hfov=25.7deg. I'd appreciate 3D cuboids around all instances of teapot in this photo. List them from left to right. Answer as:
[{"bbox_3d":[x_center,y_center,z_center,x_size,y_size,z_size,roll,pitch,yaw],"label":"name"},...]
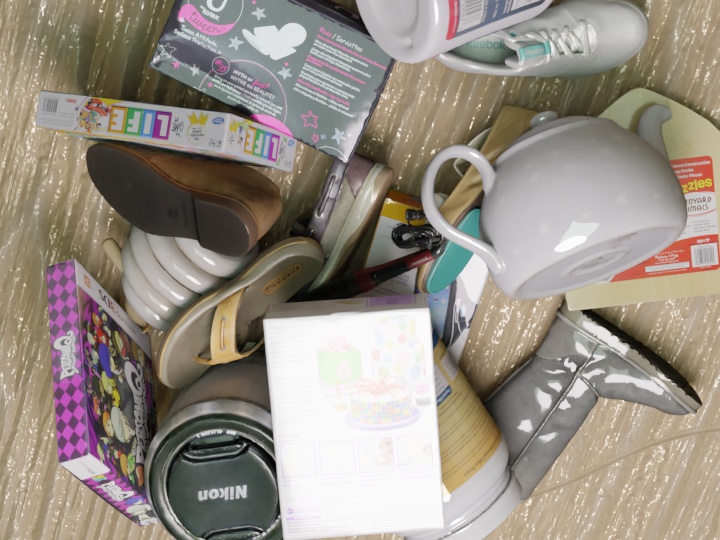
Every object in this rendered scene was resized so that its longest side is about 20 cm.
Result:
[{"bbox_3d":[0.180,-0.071,1.390,0.196,0.200,0.147,-26,75,22],"label":"teapot"}]

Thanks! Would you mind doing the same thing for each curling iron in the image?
[{"bbox_3d":[0.000,0.000,1.460,0.199,0.025,0.050,-30,72,31],"label":"curling iron"}]

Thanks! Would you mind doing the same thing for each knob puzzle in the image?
[{"bbox_3d":[0.269,-0.072,1.486,0.217,0.030,0.222,0,99,0],"label":"knob puzzle"}]

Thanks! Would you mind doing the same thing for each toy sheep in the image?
[{"bbox_3d":[-0.164,-0.015,1.506,0.138,0.138,0.200,39,125,-6],"label":"toy sheep"}]

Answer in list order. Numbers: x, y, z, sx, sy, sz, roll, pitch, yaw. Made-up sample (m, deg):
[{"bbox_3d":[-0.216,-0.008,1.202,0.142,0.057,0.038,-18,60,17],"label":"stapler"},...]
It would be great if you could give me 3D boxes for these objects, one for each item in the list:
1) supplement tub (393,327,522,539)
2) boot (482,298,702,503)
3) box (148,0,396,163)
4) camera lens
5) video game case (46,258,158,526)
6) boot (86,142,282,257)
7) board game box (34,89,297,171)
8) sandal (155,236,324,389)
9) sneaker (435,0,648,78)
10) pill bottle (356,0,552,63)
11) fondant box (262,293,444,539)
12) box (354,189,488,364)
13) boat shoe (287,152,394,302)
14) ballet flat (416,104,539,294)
[{"bbox_3d":[0.049,0.155,1.481,0.144,0.145,0.201,-31,100,14],"label":"supplement tub"},{"bbox_3d":[0.208,0.149,1.542,0.181,0.073,0.201,35,102,10],"label":"boot"},{"bbox_3d":[-0.071,-0.201,1.434,0.199,0.132,0.115,26,105,-3],"label":"box"},{"bbox_3d":[-0.114,0.172,1.518,0.158,0.200,0.162,2,107,6],"label":"camera lens"},{"bbox_3d":[-0.238,0.117,1.481,0.035,0.202,0.182,-15,150,10],"label":"video game case"},{"bbox_3d":[-0.161,-0.075,1.438,0.199,0.075,0.074,23,132,24],"label":"boot"},{"bbox_3d":[-0.175,-0.127,1.436,0.198,0.134,0.035,9,90,25],"label":"board game box"},{"bbox_3d":[-0.110,0.047,1.461,0.199,0.080,0.054,-38,57,10],"label":"sandal"},{"bbox_3d":[0.163,-0.203,1.429,0.198,0.089,0.076,-5,105,8],"label":"sneaker"},{"bbox_3d":[0.103,-0.264,1.361,0.199,0.119,0.121,-24,108,-30],"label":"pill bottle"},{"bbox_3d":[-0.004,0.127,1.373,0.143,0.058,0.202,-4,103,2],"label":"fondant box"},{"bbox_3d":[0.053,0.034,1.542,0.118,0.042,0.202,18,111,1],"label":"box"},{"bbox_3d":[-0.036,-0.032,1.509,0.065,0.072,0.201,34,124,6],"label":"boat shoe"},{"bbox_3d":[0.102,-0.068,1.472,0.063,0.069,0.201,35,83,30],"label":"ballet flat"}]
